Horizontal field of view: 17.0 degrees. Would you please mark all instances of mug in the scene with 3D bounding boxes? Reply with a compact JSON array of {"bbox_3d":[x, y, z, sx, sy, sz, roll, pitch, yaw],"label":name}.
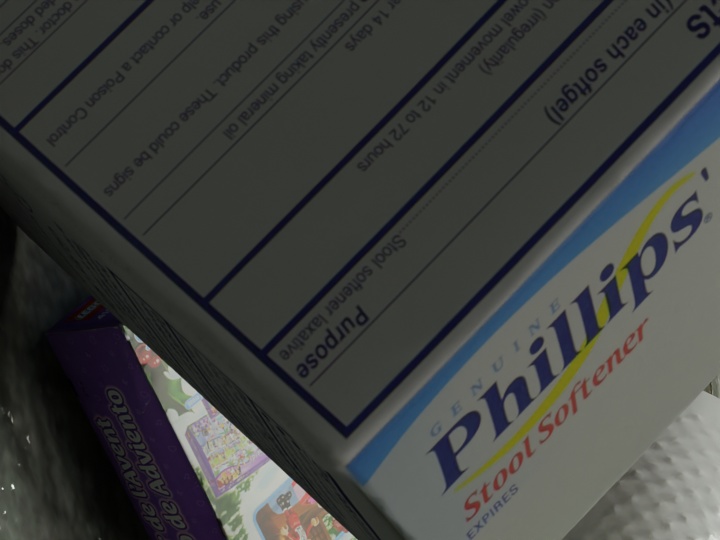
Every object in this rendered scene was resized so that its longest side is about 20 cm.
[{"bbox_3d":[0.146,0.150,1.101,0.175,0.198,0.149,-56,137,-63],"label":"mug"}]

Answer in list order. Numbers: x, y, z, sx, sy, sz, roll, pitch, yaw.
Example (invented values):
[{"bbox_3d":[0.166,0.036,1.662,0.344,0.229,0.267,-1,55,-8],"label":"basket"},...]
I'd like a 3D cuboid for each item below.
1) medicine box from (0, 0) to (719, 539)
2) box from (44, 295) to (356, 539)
[{"bbox_3d":[0.010,-0.048,0.611,0.200,0.182,0.103,40,-10,33],"label":"medicine box"},{"bbox_3d":[0.005,0.024,0.760,0.200,0.039,0.138,-41,114,-40],"label":"box"}]
